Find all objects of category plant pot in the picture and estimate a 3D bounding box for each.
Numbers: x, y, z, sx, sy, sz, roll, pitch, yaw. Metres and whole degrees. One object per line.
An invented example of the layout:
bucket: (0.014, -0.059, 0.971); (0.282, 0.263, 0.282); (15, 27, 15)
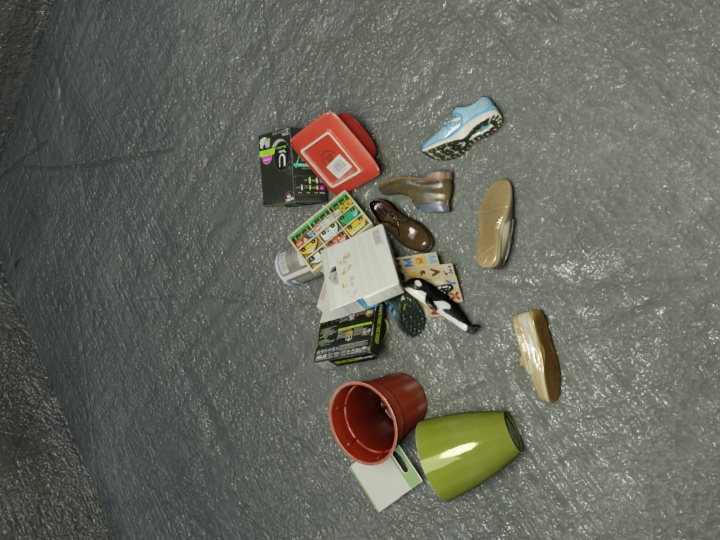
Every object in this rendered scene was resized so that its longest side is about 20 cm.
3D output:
plant pot: (0.058, 0.353, 1.300); (0.200, 0.195, 0.202); (4, 98, 35)
plant pot: (0.258, 0.401, 1.188); (0.199, 0.187, 0.188); (-28, 78, 20)

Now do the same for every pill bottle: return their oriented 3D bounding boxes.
pill bottle: (-0.133, -0.036, 1.448); (0.199, 0.113, 0.114); (-20, 83, 36)

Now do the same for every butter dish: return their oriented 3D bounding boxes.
butter dish: (-0.043, -0.323, 1.336); (0.200, 0.148, 0.199); (48, 142, -19)

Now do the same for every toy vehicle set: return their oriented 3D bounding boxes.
toy vehicle set: (-0.079, -0.101, 1.347); (0.200, 0.027, 0.124); (-39, 70, 1)

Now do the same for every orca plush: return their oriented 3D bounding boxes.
orca plush: (0.200, 0.068, 1.217); (0.200, 0.105, 0.071); (36, 96, 18)

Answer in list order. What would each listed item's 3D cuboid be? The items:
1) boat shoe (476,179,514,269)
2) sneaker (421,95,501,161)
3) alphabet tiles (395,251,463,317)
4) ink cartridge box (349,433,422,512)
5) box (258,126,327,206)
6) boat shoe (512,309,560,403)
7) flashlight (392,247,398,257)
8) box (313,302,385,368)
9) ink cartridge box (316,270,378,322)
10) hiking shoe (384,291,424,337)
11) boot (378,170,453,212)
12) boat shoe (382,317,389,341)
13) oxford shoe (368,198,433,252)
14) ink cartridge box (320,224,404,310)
boat shoe: (0.305, -0.099, 1.149); (0.072, 0.065, 0.201); (1, 77, 45)
sneaker: (0.226, -0.325, 1.190); (0.199, 0.078, 0.090); (-26, 61, 32)
alphabet tiles: (0.151, 0.040, 1.283); (0.199, 0.006, 0.167); (-8, 108, 37)
ink cartridge box: (0.075, 0.542, 1.401); (0.200, 0.048, 0.146); (-48, 68, 30)
box: (-0.189, -0.282, 1.445); (0.148, 0.124, 0.201); (1, 97, 44)
boat shoe: (0.380, 0.186, 1.128); (0.069, 0.073, 0.201); (-14, 86, 48)
flashlight: (0.014, -0.089, 1.366); (0.200, 0.068, 0.068); (39, 80, 24)
box: (-0.027, 0.151, 1.375); (0.199, 0.047, 0.194); (-18, 48, 36)
ink cartridge box: (-0.042, 0.056, 1.368); (0.199, 0.068, 0.116); (-21, 39, 34)
hiking shoe: (0.099, 0.077, 1.297); (0.074, 0.087, 0.201); (-30, 115, -1)
boot: (0.132, -0.179, 1.261); (0.199, 0.075, 0.098); (-5, 90, 35)
boat shoe: (-0.003, 0.195, 1.410); (0.201, 0.060, 0.072); (-44, 70, 31)
oxford shoe: (0.093, -0.111, 1.288); (0.200, 0.084, 0.073); (38, 103, 23)
ink cartridge box: (0.000, 0.000, 1.238); (0.173, 0.044, 0.201); (-23, 47, 12)
